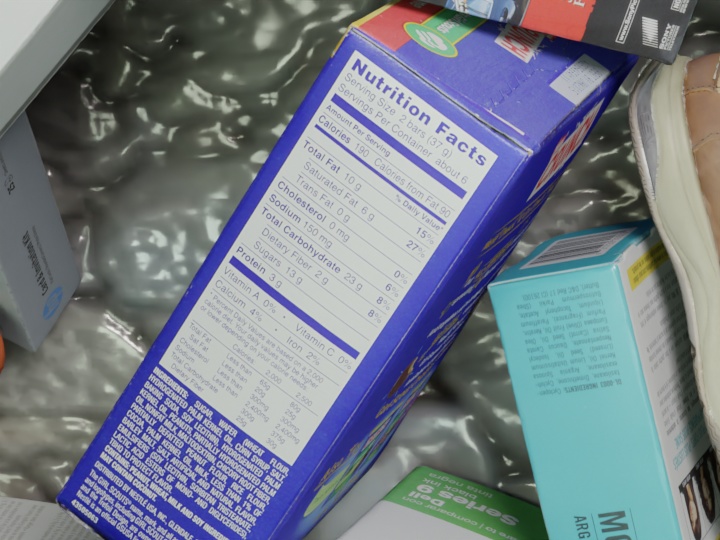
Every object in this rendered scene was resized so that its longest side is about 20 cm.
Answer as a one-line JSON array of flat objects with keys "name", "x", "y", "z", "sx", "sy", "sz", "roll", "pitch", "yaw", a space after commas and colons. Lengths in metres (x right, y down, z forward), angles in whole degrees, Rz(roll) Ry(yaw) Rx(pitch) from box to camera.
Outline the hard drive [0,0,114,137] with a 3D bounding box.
[{"name": "hard drive", "x": -0.144, "y": -0.155, "z": 0.838, "sx": 0.132, "sy": 0.026, "sz": 0.200, "roll": -45, "pitch": 65, "yaw": 30}]

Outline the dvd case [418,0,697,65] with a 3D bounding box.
[{"name": "dvd case", "x": 0.037, "y": -0.151, "z": 0.767, "sx": 0.200, "sy": 0.022, "sz": 0.146, "roll": 9, "pitch": 109, "yaw": -29}]

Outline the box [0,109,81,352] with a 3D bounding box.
[{"name": "box", "x": -0.209, "y": -0.055, "z": 0.938, "sx": 0.200, "sy": 0.156, "sz": 0.041, "roll": 26, "pitch": 68, "yaw": 13}]

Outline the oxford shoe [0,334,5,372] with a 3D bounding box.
[{"name": "oxford shoe", "x": -0.226, "y": 0.056, "z": 0.968, "sx": 0.200, "sy": 0.073, "sz": 0.071, "roll": -19, "pitch": 105, "yaw": 27}]

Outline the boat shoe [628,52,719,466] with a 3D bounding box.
[{"name": "boat shoe", "x": 0.152, "y": 0.018, "z": 0.858, "sx": 0.072, "sy": 0.076, "sz": 0.200, "roll": -15, "pitch": 99, "yaw": 21}]

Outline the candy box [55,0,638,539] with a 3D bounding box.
[{"name": "candy box", "x": 0.000, "y": 0.000, "z": 0.857, "sx": 0.077, "sy": 0.169, "sz": 0.200, "roll": 36, "pitch": 112, "yaw": 6}]

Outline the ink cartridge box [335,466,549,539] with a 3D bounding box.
[{"name": "ink cartridge box", "x": 0.004, "y": 0.172, "z": 0.879, "sx": 0.084, "sy": 0.200, "sz": 0.146, "roll": 22, "pitch": 109, "yaw": 15}]

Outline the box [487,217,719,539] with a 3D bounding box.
[{"name": "box", "x": 0.101, "y": 0.087, "z": 0.889, "sx": 0.049, "sy": 0.082, "sz": 0.201, "roll": -10, "pitch": 99, "yaw": 23}]

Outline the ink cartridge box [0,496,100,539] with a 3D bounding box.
[{"name": "ink cartridge box", "x": -0.150, "y": 0.131, "z": 0.929, "sx": 0.199, "sy": 0.162, "sz": 0.050, "roll": 4, "pitch": 104, "yaw": 7}]
